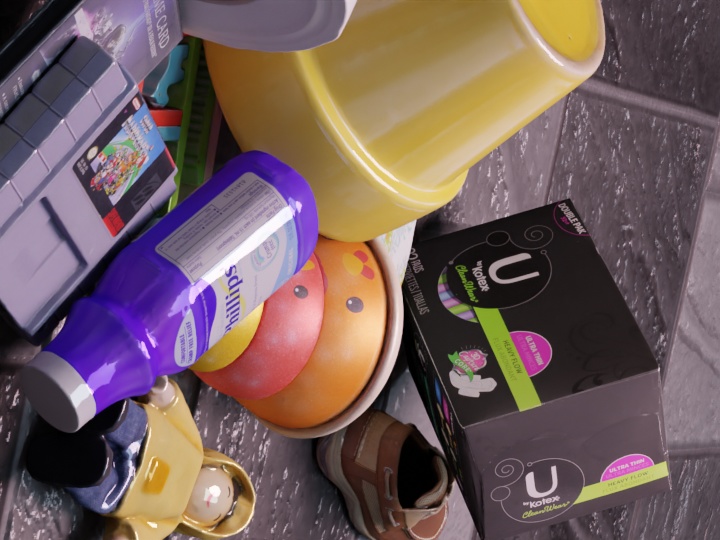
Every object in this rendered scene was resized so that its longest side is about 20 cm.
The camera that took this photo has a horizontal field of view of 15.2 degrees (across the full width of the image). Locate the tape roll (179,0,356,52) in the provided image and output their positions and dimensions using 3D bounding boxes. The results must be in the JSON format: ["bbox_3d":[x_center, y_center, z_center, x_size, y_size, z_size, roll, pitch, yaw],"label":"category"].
[{"bbox_3d":[-0.086,-0.198,1.424,0.071,0.202,0.203,-66,152,-19],"label":"tape roll"}]

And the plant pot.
[{"bbox_3d":[0.037,-0.142,1.630,0.201,0.189,0.201,39,39,-40],"label":"plant pot"}]

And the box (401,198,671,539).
[{"bbox_3d":[0.120,0.071,1.929,0.200,0.148,0.125,-113,-171,-49],"label":"box"}]

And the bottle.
[{"bbox_3d":[-0.108,0.015,1.536,0.200,0.065,0.084,-41,151,-31],"label":"bottle"}]

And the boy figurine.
[{"bbox_3d":[-0.131,0.127,1.648,0.200,0.064,0.125,41,63,-58],"label":"boy figurine"}]

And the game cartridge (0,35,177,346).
[{"bbox_3d":[-0.159,-0.038,1.443,0.130,0.038,0.200,-45,164,-9],"label":"game cartridge"}]

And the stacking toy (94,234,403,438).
[{"bbox_3d":[-0.083,0.023,1.652,0.200,0.146,0.147,12,91,-49],"label":"stacking toy"}]

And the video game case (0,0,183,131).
[{"bbox_3d":[-0.167,-0.088,1.404,0.200,0.019,0.143,-49,167,-16],"label":"video game case"}]

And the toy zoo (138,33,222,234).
[{"bbox_3d":[-0.139,-0.085,1.575,0.200,0.020,0.132,-7,108,-63],"label":"toy zoo"}]

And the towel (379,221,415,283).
[{"bbox_3d":[0.000,0.000,1.827,0.171,0.048,0.201,13,90,-78],"label":"towel"}]

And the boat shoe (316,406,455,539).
[{"bbox_3d":[0.032,0.159,1.980,0.076,0.072,0.200,-69,153,-16],"label":"boat shoe"}]
